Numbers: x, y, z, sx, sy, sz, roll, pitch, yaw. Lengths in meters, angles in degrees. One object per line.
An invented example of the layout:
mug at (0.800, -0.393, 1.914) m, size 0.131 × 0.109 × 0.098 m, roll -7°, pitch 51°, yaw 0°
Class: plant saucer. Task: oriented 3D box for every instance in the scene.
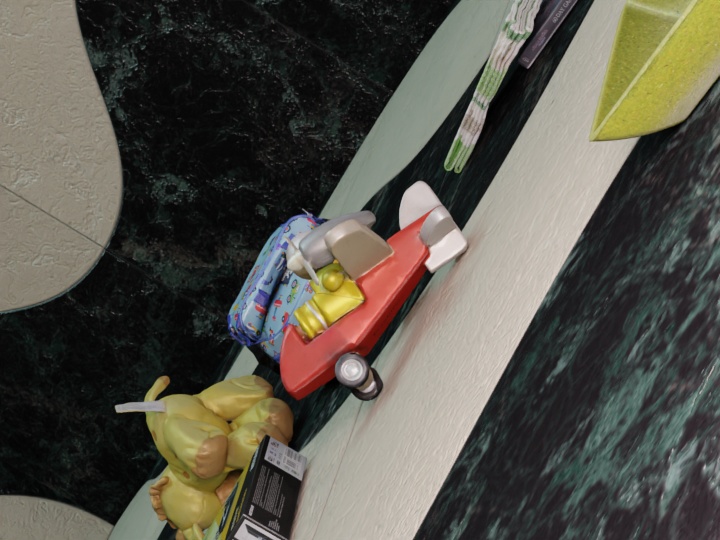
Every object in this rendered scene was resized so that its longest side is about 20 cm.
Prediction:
plant saucer at (0.224, -0.185, 1.163) m, size 0.200 × 0.048 × 0.201 m, roll -56°, pitch 7°, yaw 35°

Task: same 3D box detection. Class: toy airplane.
toy airplane at (0.000, 0.000, 1.686) m, size 0.199 × 0.141 × 0.201 m, roll -37°, pitch -27°, yaw -47°

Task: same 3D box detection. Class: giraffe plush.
giraffe plush at (-0.176, 0.225, 2.126) m, size 0.173 × 0.198 × 0.164 m, roll -80°, pitch -8°, yaw -65°

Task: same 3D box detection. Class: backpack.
backpack at (-0.048, 0.027, 2.034) m, size 0.184 × 0.134 × 0.200 m, roll -61°, pitch 9°, yaw -6°

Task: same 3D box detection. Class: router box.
router box at (-0.118, 0.266, 1.805) m, size 0.158 × 0.052 × 0.200 m, roll -59°, pitch 6°, yaw 15°

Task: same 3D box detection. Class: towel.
towel at (0.148, -0.213, 1.982) m, size 0.150 × 0.030 × 0.201 m, roll -62°, pitch -4°, yaw -50°

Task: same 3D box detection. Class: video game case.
video game case at (0.230, -0.316, 1.935) m, size 0.200 × 0.019 × 0.143 m, roll -54°, pitch 8°, yaw 41°
